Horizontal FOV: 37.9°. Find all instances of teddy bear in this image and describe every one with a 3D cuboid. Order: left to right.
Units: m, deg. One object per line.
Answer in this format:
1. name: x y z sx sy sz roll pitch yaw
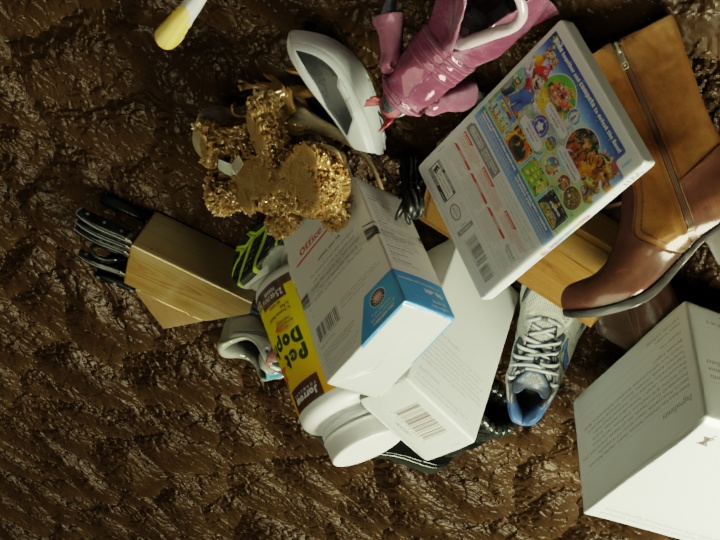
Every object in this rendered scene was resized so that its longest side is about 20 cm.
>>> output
1. teddy bear: -0.083 -0.094 0.978 0.199 0.066 0.147 -12 100 46

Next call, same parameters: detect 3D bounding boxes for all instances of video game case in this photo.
1. video game case: 0.139 -0.088 0.884 0.200 0.018 0.144 -44 60 40

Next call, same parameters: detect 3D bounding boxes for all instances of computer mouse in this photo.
1. computer mouse: 0.005 -0.143 0.960 0.044 0.110 0.201 -30 106 22

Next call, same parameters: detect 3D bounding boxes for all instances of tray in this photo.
1. tray: 0.150 -0.040 0.976 0.199 0.037 0.099 34 140 20

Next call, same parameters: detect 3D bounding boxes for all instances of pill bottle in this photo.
1. pill bottle: -0.028 0.091 1.067 0.109 0.108 0.202 -50 55 46

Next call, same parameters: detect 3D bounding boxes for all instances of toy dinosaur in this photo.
1. toy dinosaur: -0.059 -0.150 1.016 0.198 0.061 0.107 17 148 10

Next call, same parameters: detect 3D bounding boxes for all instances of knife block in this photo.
1. knife block: -0.223 -0.022 1.195 0.198 0.064 0.176 -10 126 32

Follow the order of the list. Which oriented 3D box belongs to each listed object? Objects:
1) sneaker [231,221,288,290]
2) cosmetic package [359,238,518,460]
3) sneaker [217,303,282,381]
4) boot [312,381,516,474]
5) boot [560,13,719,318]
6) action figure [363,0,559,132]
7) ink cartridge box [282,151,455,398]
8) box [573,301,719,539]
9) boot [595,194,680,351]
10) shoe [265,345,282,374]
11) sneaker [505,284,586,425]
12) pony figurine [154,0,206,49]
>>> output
1. sneaker: -0.058 -0.038 1.110 0.076 0.076 0.199 20 143 -33
2. cosmetic package: 0.082 0.072 1.037 0.102 0.201 0.074 44 134 -19
3. sneaker: -0.076 0.103 1.227 0.197 0.087 0.076 15 133 10
4. boot: 0.058 0.160 1.198 0.209 0.080 0.158 17 147 -24
5. boot: 0.211 -0.078 0.858 0.187 0.068 0.202 -29 88 27
6. action figure: 0.076 -0.176 0.859 0.133 0.150 0.200 35 122 -17
7. ink cartridge box: 0.000 0.000 0.973 0.067 0.201 0.116 19 126 -37
8. box: 0.342 0.159 1.010 0.197 0.132 0.200 18 138 -16
9. boot: 0.286 0.001 0.971 0.185 0.064 0.201 4 130 40
10. shoe: -0.004 0.095 1.165 0.198 0.092 0.072 16 153 7
11. sneaker: 0.189 0.086 1.083 0.076 0.086 0.202 13 134 14
12. pony figurine: -0.087 -0.278 0.826 0.167 0.194 0.199 45 153 -15
